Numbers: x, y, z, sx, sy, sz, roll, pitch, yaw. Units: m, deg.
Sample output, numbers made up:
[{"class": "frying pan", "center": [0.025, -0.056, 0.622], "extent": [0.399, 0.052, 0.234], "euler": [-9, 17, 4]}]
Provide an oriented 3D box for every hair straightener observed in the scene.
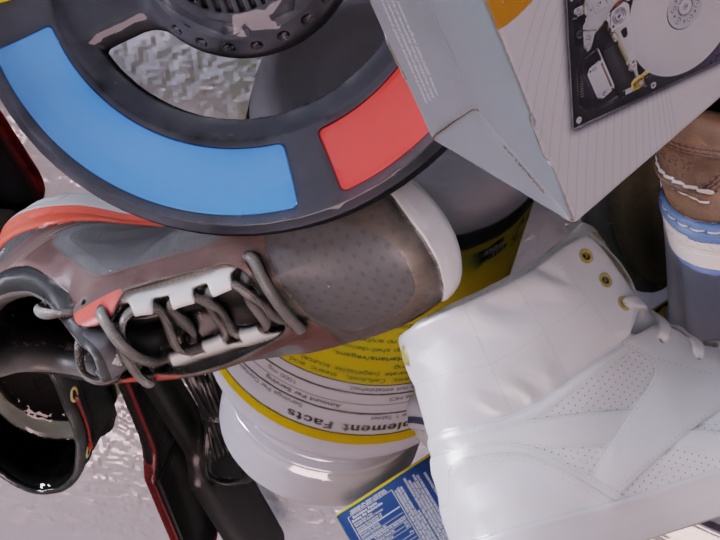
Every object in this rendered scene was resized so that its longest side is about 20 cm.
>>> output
[{"class": "hair straightener", "center": [-0.063, 0.067, 1.196], "extent": [0.077, 0.041, 0.200], "euler": [5, 133, 22]}]

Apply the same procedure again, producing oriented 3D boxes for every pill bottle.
[{"class": "pill bottle", "center": [0.000, 0.000, 1.057], "extent": [0.112, 0.113, 0.200], "euler": [12, 138, -3]}]

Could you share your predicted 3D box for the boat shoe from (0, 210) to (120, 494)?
[{"class": "boat shoe", "center": [-0.165, 0.014, 1.141], "extent": [0.074, 0.063, 0.201], "euler": [-9, 133, 25]}]

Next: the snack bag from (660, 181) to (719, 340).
[{"class": "snack bag", "center": [0.202, -0.063, 0.978], "extent": [0.200, 0.021, 0.189], "euler": [-17, 135, -6]}]

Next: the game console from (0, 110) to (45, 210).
[{"class": "game console", "center": [-0.247, -0.063, 0.991], "extent": [0.200, 0.172, 0.119], "euler": [5, 109, 35]}]

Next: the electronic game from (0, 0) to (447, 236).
[{"class": "electronic game", "center": [-0.040, -0.111, 0.913], "extent": [0.200, 0.200, 0.042], "euler": [-2, 177, 13]}]

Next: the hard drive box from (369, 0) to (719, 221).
[{"class": "hard drive box", "center": [0.091, -0.141, 0.831], "extent": [0.077, 0.200, 0.156], "euler": [34, 159, 45]}]

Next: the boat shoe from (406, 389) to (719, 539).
[{"class": "boat shoe", "center": [0.103, 0.104, 1.014], "extent": [0.200, 0.070, 0.071], "euler": [24, 176, -4]}]

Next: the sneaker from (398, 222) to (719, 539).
[{"class": "sneaker", "center": [0.114, 0.031, 0.954], "extent": [0.200, 0.116, 0.074], "euler": [-14, 170, -16]}]

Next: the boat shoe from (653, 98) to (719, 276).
[{"class": "boat shoe", "center": [0.194, -0.062, 0.911], "extent": [0.200, 0.072, 0.072], "euler": [-22, 127, -6]}]

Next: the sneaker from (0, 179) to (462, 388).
[{"class": "sneaker", "center": [-0.058, 0.015, 0.956], "extent": [0.200, 0.082, 0.077], "euler": [-9, 121, 33]}]

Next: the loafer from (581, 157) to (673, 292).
[{"class": "loafer", "center": [0.115, -0.069, 0.989], "extent": [0.070, 0.075, 0.200], "euler": [2, 137, 15]}]

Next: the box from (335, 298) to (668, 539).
[{"class": "box", "center": [0.096, 0.081, 1.092], "extent": [0.200, 0.064, 0.070], "euler": [-32, 138, 1]}]
